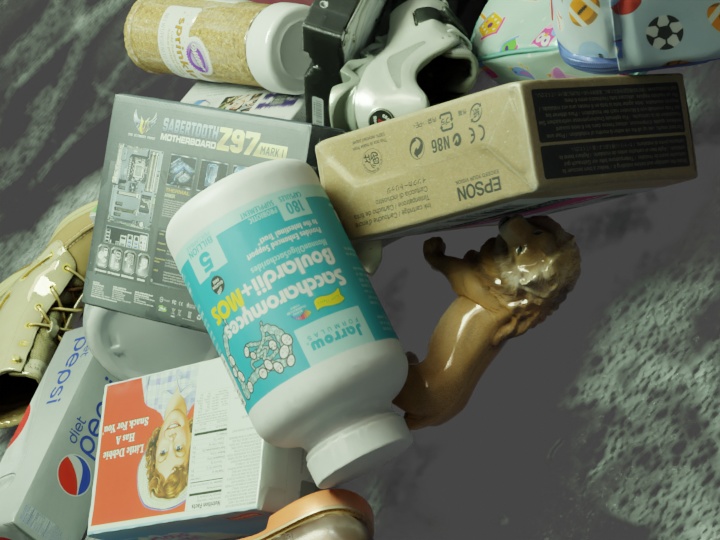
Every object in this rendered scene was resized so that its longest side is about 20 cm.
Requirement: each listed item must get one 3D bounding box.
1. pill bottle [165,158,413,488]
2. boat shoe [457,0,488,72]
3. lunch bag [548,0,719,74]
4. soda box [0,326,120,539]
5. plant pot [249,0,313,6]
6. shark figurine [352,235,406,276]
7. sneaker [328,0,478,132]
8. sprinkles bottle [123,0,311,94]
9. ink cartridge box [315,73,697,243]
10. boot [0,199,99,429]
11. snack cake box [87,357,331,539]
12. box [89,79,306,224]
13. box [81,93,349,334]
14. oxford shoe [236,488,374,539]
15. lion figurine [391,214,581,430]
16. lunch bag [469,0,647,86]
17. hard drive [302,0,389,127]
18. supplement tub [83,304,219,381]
[{"bbox_3d":[-0.039,0.037,1.506,0.110,0.201,0.111,-26,-13,-7],"label":"pill bottle"},{"bbox_3d":[0.095,-0.231,1.822,0.202,0.073,0.063,-59,-14,-23],"label":"boat shoe"},{"bbox_3d":[0.222,-0.195,1.527,0.198,0.076,0.161,-6,27,4],"label":"lunch bag"},{"bbox_3d":[-0.233,0.138,1.841,0.068,0.063,0.201,-16,41,45],"label":"soda box"},{"bbox_3d":[-0.034,-0.232,1.906,0.199,0.179,0.201,-34,31,23],"label":"plant pot"},{"bbox_3d":[-0.019,0.007,1.647,0.215,0.128,0.089,-52,38,-4],"label":"shark figurine"},{"bbox_3d":[0.053,-0.153,1.681,0.088,0.074,0.200,-1,37,25],"label":"sneaker"},{"bbox_3d":[-0.105,-0.179,1.814,0.199,0.068,0.068,13,64,50],"label":"sprinkles bottle"},{"bbox_3d":[0.096,-0.073,1.536,0.199,0.164,0.076,-14,84,48],"label":"ink cartridge box"},{"bbox_3d":[-0.261,0.039,1.997,0.200,0.073,0.156,-36,30,26],"label":"boot"},{"bbox_3d":[-0.105,0.128,1.632,0.199,0.067,0.116,-14,66,47],"label":"snack cake box"},{"bbox_3d":[-0.102,-0.097,1.790,0.144,0.036,0.200,-3,38,38],"label":"box"},{"bbox_3d":[-0.105,-0.036,1.651,0.199,0.051,0.159,11,93,39],"label":"box"},{"bbox_3d":[-0.075,0.219,1.511,0.200,0.071,0.073,-36,35,21],"label":"oxford shoe"},{"bbox_3d":[0.067,0.046,1.544,0.122,0.072,0.201,35,98,52],"label":"lion figurine"},{"bbox_3d":[0.177,-0.205,1.681,0.160,0.077,0.201,4,57,55],"label":"lunch bag"},{"bbox_3d":[0.011,-0.207,1.741,0.038,0.140,0.201,18,57,11],"label":"hard drive"},{"bbox_3d":[-0.152,-0.011,1.853,0.122,0.122,0.201,-33,32,25],"label":"supplement tub"}]
